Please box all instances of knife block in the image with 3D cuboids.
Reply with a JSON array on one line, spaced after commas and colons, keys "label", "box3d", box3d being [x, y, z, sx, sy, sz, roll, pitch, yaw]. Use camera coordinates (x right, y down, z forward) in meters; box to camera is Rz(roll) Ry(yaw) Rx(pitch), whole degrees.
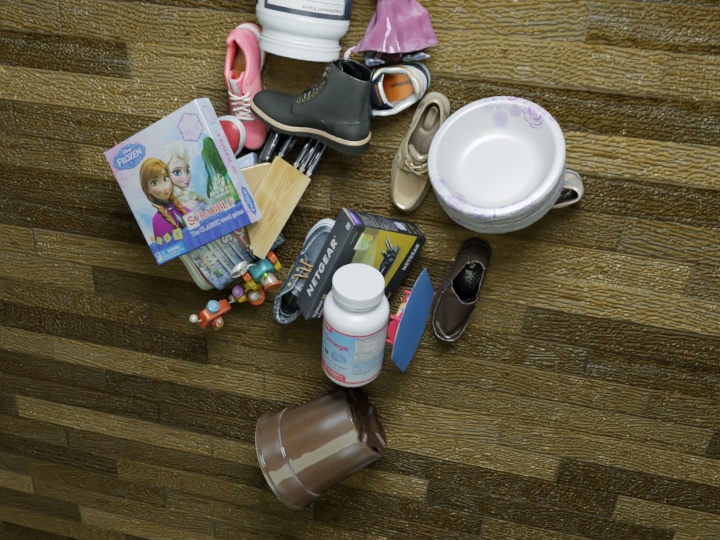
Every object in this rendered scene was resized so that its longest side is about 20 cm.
[{"label": "knife block", "box3d": [-0.122, -0.137, 1.015, 0.174, 0.064, 0.202, -16, 103, -15]}]

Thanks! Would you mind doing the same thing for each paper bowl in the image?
[{"label": "paper bowl", "box3d": [0.207, -0.152, 0.925, 0.198, 0.104, 0.203, -7, 68, 17]}]

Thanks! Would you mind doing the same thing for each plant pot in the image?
[{"label": "plant pot", "box3d": [-0.067, 0.332, 1.196, 0.197, 0.201, 0.201, -29, 105, 14]}]

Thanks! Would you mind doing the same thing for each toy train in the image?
[{"label": "toy train", "box3d": [-0.213, 0.046, 1.101, 0.056, 0.150, 0.200, 53, 132, 6]}]

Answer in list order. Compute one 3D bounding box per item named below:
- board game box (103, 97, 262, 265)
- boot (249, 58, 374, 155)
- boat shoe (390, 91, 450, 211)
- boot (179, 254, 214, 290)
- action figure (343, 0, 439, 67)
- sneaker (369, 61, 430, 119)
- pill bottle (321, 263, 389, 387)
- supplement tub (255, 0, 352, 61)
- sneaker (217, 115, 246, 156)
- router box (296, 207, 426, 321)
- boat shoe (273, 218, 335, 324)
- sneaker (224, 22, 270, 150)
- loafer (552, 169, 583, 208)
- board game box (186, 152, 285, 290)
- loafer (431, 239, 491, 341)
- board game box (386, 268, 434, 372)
[{"label": "board game box", "box3d": [-0.281, -0.135, 0.964, 0.198, 0.041, 0.201, -21, 99, 23]}, {"label": "boot", "box3d": [-0.070, -0.272, 0.921, 0.198, 0.078, 0.139, 17, 141, 6]}, {"label": "boat shoe", "box3d": [0.090, -0.186, 0.989, 0.071, 0.065, 0.202, 16, 116, 5]}, {"label": "boot", "box3d": [-0.283, -0.074, 1.124, 0.143, 0.073, 0.201, -26, 113, 20]}, {"label": "action figure", "box3d": [0.051, -0.410, 0.900, 0.148, 0.133, 0.202, 9, 109, 56]}, {"label": "sneaker", "box3d": [0.010, -0.276, 0.961, 0.198, 0.080, 0.079, -16, 111, 20]}, {"label": "pill bottle", "box3d": [-0.009, 0.091, 1.009, 0.107, 0.109, 0.201, 11, 132, 8]}, {"label": "supplement tub", "box3d": [-0.077, -0.418, 0.881, 0.139, 0.141, 0.202, 14, 116, 6]}, {"label": "sneaker", "box3d": [-0.284, -0.191, 1.018, 0.199, 0.112, 0.072, -18, 105, 37]}, {"label": "router box", "box3d": [0.000, 0.000, 1.053, 0.156, 0.052, 0.201, 7, 123, -35]}, {"label": "boat shoe", "box3d": [-0.093, 0.007, 1.102, 0.070, 0.091, 0.201, 27, 116, -1]}, {"label": "sneaker", "box3d": [-0.195, -0.292, 0.994, 0.073, 0.087, 0.202, 5, 115, 11]}, {"label": "loafer", "box3d": [0.255, -0.120, 0.982, 0.198, 0.063, 0.073, -9, 112, 16]}, {"label": "board game box", "box3d": [-0.230, -0.101, 1.062, 0.199, 0.062, 0.201, -37, 99, 3]}, {"label": "loafer", "box3d": [0.170, 0.044, 1.070, 0.072, 0.071, 0.202, 16, 116, 5]}, {"label": "board game box", "box3d": [0.075, 0.083, 1.042, 0.039, 0.200, 0.159, 18, 76, 19]}]
